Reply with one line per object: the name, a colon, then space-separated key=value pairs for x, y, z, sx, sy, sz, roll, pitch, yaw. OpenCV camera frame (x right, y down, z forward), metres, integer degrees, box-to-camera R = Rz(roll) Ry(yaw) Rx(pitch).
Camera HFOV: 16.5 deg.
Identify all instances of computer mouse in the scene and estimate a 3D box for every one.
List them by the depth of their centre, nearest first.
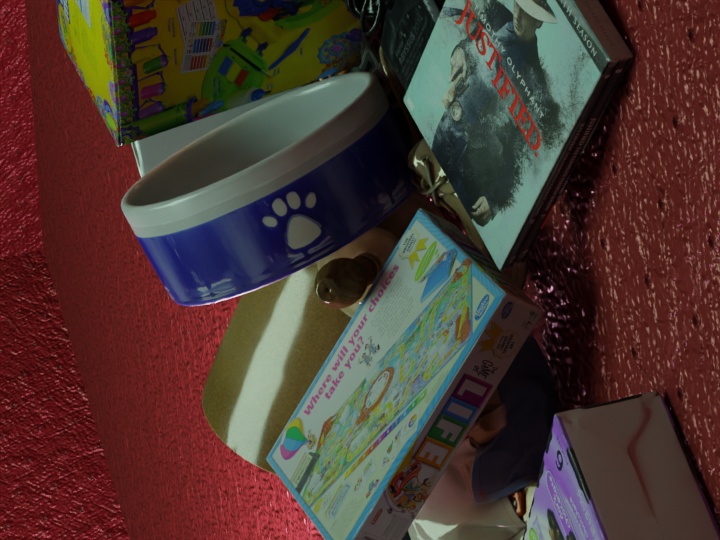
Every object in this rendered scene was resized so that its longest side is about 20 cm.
computer mouse: x=0.061 y=-0.150 z=1.620 sx=0.201 sy=0.052 sz=0.139 roll=66 pitch=149 yaw=21

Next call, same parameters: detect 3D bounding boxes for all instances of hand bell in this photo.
hand bell: x=0.000 y=0.000 z=1.694 sx=0.200 sy=0.103 sz=0.105 roll=-29 pitch=-71 yaw=-78

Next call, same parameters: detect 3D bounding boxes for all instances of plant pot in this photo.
plant pot: x=-0.012 y=0.032 z=1.886 sx=0.187 sy=0.185 sz=0.201 roll=-118 pitch=36 yaw=-51

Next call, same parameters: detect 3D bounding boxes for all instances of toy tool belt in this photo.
toy tool belt: x=0.089 y=0.094 z=1.640 sx=0.123 sy=0.124 sz=0.201 roll=-40 pitch=57 yaw=46

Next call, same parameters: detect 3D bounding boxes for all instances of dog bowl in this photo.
dog bowl: x=-0.061 y=-0.058 z=1.722 sx=0.079 sy=0.199 sz=0.200 roll=62 pitch=170 yaw=-14

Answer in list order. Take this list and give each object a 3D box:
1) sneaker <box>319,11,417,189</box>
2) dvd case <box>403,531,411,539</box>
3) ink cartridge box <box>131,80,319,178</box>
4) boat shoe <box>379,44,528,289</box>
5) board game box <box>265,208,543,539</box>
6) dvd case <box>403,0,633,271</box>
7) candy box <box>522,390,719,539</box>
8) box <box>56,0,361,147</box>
sneaker: x=0.009 y=-0.141 z=1.820 sx=0.078 sy=0.077 sz=0.201 roll=104 pitch=150 yaw=-56
dvd case: x=0.062 y=0.197 z=1.772 sx=0.025 sy=0.150 sz=0.200 roll=-52 pitch=26 yaw=5
ink cartridge box: x=-0.086 y=-0.121 z=1.938 sx=0.200 sy=0.145 sz=0.083 roll=1 pitch=-106 yaw=-78
boat shoe: x=0.063 y=-0.071 z=1.675 sx=0.071 sy=0.064 sz=0.201 roll=105 pitch=152 yaw=-61
board game box: x=0.025 y=0.076 z=1.592 sx=0.201 sy=0.034 sz=0.134 roll=-58 pitch=33 yaw=11
dvd case: x=0.090 y=-0.116 z=1.500 sx=0.146 sy=0.022 sz=0.200 roll=62 pitch=148 yaw=27
candy box: x=0.159 y=0.201 z=1.478 sx=0.201 sy=0.071 sz=0.168 roll=98 pitch=157 yaw=-53
box: x=-0.105 y=-0.218 z=1.704 sx=0.201 sy=0.192 sz=0.122 roll=93 pitch=152 yaw=-51
